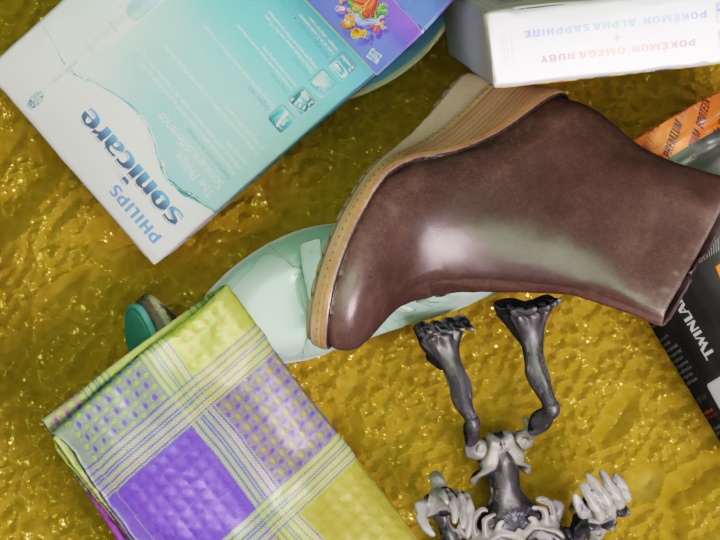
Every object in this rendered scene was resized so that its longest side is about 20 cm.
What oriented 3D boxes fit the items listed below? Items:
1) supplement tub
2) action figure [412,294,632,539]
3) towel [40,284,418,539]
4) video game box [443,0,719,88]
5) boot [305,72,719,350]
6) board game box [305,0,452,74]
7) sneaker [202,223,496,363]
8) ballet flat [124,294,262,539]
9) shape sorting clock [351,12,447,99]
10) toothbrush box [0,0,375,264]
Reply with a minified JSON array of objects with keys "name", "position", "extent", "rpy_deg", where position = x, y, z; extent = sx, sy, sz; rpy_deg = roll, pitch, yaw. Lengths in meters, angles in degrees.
[{"name":"supplement tub","position":[0.217,0.008,1.419],"extent":[0.122,0.123,0.200],"rpy_deg":[-31,85,-1]},{"name":"action figure","position":[0.083,0.120,1.418],"extent":[0.119,0.102,0.201],"rpy_deg":[-12,95,-3]},{"name":"towel","position":[-0.066,0.124,1.410],"extent":[0.144,0.023,0.200],"rpy_deg":[-38,96,-25]},{"name":"video game box","position":[0.145,-0.137,1.389],"extent":[0.182,0.200,0.047],"rpy_deg":[-9,100,-3]},{"name":"boot","position":[0.082,-0.011,1.325],"extent":[0.166,0.072,0.200],"rpy_deg":[26,60,18]},{"name":"board game box","position":[0.019,-0.211,1.397],"extent":[0.134,0.200,0.045],"rpy_deg":[46,133,-5]},{"name":"sneaker","position":[0.000,0.000,1.429],"extent":[0.200,0.118,0.074],"rpy_deg":[-17,85,1]},{"name":"ballet flat","position":[-0.081,0.108,1.458],"extent":[0.072,0.072,0.201],"rpy_deg":[-14,85,1]},{"name":"shape sorting clock","position":[-0.032,-0.196,1.488],"extent":[0.199,0.039,0.201],"rpy_deg":[0,85,2]},{"name":"toothbrush box","position":[-0.084,-0.124,1.437],"extent":[0.200,0.085,0.146],"rpy_deg":[-42,92,8]}]
